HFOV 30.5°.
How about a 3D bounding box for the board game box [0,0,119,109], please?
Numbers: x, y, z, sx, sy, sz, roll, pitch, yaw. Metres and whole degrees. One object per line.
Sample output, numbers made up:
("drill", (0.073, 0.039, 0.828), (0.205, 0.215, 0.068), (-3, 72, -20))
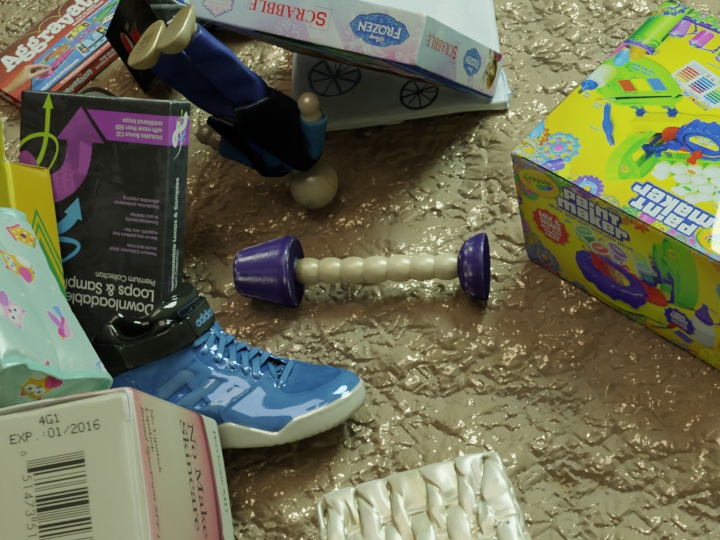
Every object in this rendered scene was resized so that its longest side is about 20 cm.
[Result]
("board game box", (-0.278, -0.234, 1.315), (0.102, 0.020, 0.200), (29, 63, 34))

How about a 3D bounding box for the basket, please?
("basket", (0.051, 0.223, 0.771), (0.134, 0.124, 0.201), (-15, 48, 1))

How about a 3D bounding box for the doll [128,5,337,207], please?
("doll", (-0.091, -0.121, 1.051), (0.136, 0.200, 0.049), (-14, 44, 45))

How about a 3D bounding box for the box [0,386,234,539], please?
("box", (-0.154, 0.153, 0.816), (0.108, 0.200, 0.130), (-11, 78, 6))

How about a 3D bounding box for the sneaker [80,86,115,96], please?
("sneaker", (-0.234, -0.094, 1.147), (0.073, 0.080, 0.202), (-13, 47, 7))

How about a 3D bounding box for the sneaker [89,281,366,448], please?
("sneaker", (-0.099, 0.064, 0.946), (0.197, 0.113, 0.077), (-6, 15, 15))

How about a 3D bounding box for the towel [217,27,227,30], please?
("towel", (-0.129, -0.313, 1.306), (0.110, 0.049, 0.202), (-2, 48, -7))

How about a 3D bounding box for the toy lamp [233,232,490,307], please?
("toy lamp", (0.000, 0.000, 1.019), (0.197, 0.059, 0.059), (0, 51, 12))

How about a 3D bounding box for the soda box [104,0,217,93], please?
("soda box", (-0.172, -0.219, 1.162), (0.063, 0.071, 0.200), (-37, 7, -16))

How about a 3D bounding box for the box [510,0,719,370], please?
("box", (0.248, -0.064, 0.956), (0.192, 0.123, 0.199), (-42, 53, -20))

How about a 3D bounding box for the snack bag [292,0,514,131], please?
("snack bag", (0.033, -0.201, 1.198), (0.197, 0.022, 0.190), (-7, 50, 6))

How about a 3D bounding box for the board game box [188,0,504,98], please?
("board game box", (-0.006, -0.190, 1.070), (0.198, 0.200, 0.042), (17, 96, 23))

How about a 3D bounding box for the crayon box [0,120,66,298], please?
("crayon box", (-0.293, -0.001, 1.019), (0.126, 0.051, 0.203), (-13, 81, 27))

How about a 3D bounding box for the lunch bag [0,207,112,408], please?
("lunch bag", (-0.295, 0.074, 0.914), (0.200, 0.121, 0.171), (-44, 60, 19))

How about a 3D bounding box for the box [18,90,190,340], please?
("box", (-0.204, -0.035, 1.030), (0.141, 0.203, 0.036), (7, 9, 24))
